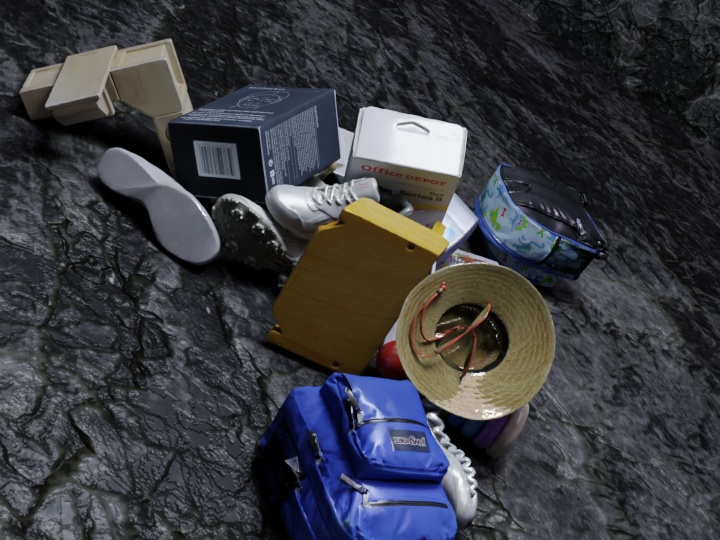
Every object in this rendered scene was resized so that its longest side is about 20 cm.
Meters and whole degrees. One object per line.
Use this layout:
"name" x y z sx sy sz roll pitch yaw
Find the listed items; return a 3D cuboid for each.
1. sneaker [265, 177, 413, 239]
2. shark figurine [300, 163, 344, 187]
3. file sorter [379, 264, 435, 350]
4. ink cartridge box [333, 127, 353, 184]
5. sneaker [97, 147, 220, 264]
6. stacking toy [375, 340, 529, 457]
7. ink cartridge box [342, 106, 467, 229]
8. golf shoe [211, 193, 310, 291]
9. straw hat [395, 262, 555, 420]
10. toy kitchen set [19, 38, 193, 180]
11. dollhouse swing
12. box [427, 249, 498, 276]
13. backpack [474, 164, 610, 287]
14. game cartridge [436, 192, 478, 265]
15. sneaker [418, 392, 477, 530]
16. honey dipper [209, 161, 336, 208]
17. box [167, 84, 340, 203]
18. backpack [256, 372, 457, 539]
"sneaker" -0.022 -0.089 1.247 0.200 0.099 0.078 9 49 -27
"shark figurine" -0.065 -0.082 1.414 0.128 0.090 0.215 -15 37 -10
"file sorter" 0.146 0.086 1.320 0.200 0.125 0.139 28 30 -8
"ink cartridge box" -0.030 -0.180 1.616 0.200 0.050 0.161 17 34 -19
"sneaker" -0.245 -0.087 1.261 0.200 0.075 0.088 44 12 12
"stacking toy" 0.111 0.152 1.233 0.200 0.085 0.085 32 30 0
"ink cartridge box" 0.052 -0.123 1.327 0.145 0.200 0.088 11 61 -4
"golf shoe" -0.110 -0.043 1.271 0.200 0.078 0.097 44 38 -27
"straw hat" 0.130 0.083 1.193 0.201 0.201 0.085 27 -8 -11
"toy kitchen set" -0.333 -0.185 1.308 0.200 0.181 0.163 -12 34 3
"dollhouse swing" 0.000 0.000 1.234 0.182 0.200 0.176 26 24 -14
"box" 0.143 0.018 1.497 0.200 0.039 0.137 17 34 -26
"backpack" 0.290 -0.074 1.660 0.200 0.147 0.183 22 33 -25
"game cartridge" 0.071 -0.060 1.432 0.200 0.040 0.133 -31 72 -24
"sneaker" 0.072 0.217 1.128 0.081 0.075 0.200 0 40 -25
"honey dipper" -0.118 -0.125 1.379 0.200 0.038 0.038 -22 57 -26
"box" -0.141 -0.178 1.335 0.148 0.107 0.200 8 28 27
"backpack" 0.002 0.213 0.965 0.162 0.168 0.200 6 43 -28
